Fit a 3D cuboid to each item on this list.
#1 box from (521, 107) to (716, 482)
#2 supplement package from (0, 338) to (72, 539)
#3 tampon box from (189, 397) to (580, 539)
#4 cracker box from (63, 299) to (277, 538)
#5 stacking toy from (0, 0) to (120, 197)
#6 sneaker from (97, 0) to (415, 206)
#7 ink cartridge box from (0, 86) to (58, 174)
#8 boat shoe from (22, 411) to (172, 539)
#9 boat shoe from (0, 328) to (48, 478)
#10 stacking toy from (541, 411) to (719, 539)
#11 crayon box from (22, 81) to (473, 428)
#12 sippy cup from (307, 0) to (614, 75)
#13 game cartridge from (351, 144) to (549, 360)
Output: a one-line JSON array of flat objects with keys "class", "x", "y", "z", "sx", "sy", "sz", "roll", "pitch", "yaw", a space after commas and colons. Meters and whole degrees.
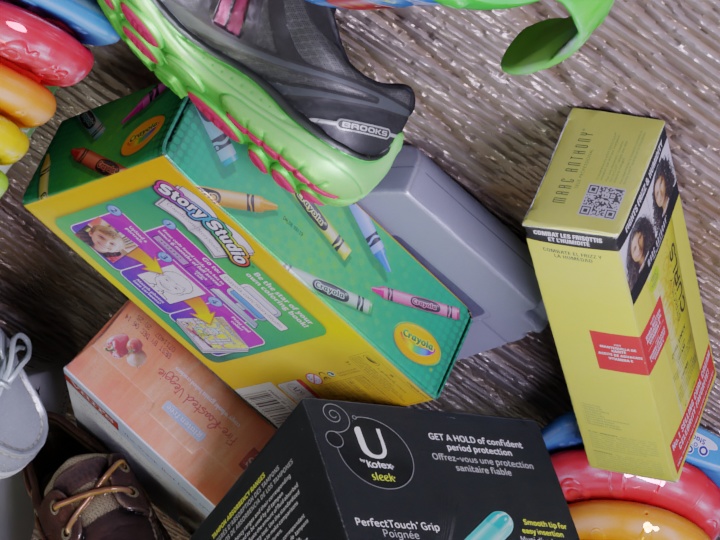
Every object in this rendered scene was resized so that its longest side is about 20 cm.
[{"class": "box", "x": 0.127, "y": 0.015, "z": 1.404, "sx": 0.050, "sy": 0.075, "sz": 0.200, "roll": 10, "pitch": 145, "yaw": 22}, {"class": "supplement package", "x": -0.276, "y": 0.129, "z": 1.715, "sx": 0.155, "sy": 0.201, "sz": 0.111, "roll": 18, "pitch": -171, "yaw": 11}, {"class": "tampon box", "x": 0.028, "y": 0.183, "z": 1.435, "sx": 0.149, "sy": 0.201, "sz": 0.126, "roll": 8, "pitch": 137, "yaw": -33}, {"class": "cracker box", "x": -0.094, "y": 0.098, "z": 1.612, "sx": 0.134, "sy": 0.058, "sz": 0.200, "roll": 42, "pitch": 169, "yaw": 6}, {"class": "stacking toy", "x": -0.203, "y": -0.056, "z": 1.389, "sx": 0.110, "sy": 0.201, "sz": 0.116, "roll": 25, "pitch": 173, "yaw": -37}, {"class": "sneaker", "x": -0.056, "y": -0.117, "z": 1.345, "sx": 0.200, "sy": 0.084, "sz": 0.077, "roll": 44, "pitch": 166, "yaw": 0}, {"class": "ink cartridge box", "x": -0.238, "y": -0.074, "z": 1.540, "sx": 0.104, "sy": 0.059, "sz": 0.200, "roll": 31, "pitch": 149, "yaw": -10}, {"class": "boat shoe", "x": -0.147, "y": 0.134, "z": 1.595, "sx": 0.072, "sy": 0.072, "sz": 0.200, "roll": 66, "pitch": 175, "yaw": -27}, {"class": "boat shoe", "x": -0.227, "y": 0.033, "z": 1.565, "sx": 0.065, "sy": 0.075, "sz": 0.202, "roll": -9, "pitch": 125, "yaw": 38}, {"class": "stacking toy", "x": 0.128, "y": 0.181, "z": 1.506, "sx": 0.116, "sy": 0.201, "sz": 0.110, "roll": 19, "pitch": 151, "yaw": -13}, {"class": "crayon box", "x": -0.055, "y": -0.005, "z": 1.450, "sx": 0.119, "sy": 0.058, "sz": 0.200, "roll": -16, "pitch": 130, "yaw": 47}, {"class": "sippy cup", "x": 0.018, "y": -0.163, "z": 1.175, "sx": 0.139, "sy": 0.179, "sz": 0.130, "roll": -9, "pitch": 180, "yaw": -32}, {"class": "game cartridge", "x": 0.000, "y": 0.000, "z": 1.508, "sx": 0.133, "sy": 0.041, "sz": 0.200, "roll": 37, "pitch": 147, "yaw": -25}]
